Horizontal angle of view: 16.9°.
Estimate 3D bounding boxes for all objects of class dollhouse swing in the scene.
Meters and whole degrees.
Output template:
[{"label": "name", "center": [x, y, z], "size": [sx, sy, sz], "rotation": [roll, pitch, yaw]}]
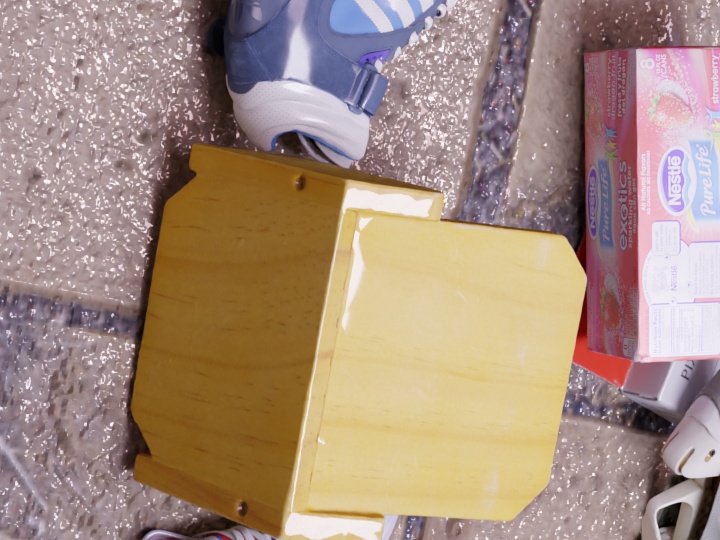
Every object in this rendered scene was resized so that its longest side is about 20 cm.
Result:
[{"label": "dollhouse swing", "center": [-0.001, 0.042, 1.399], "size": [0.175, 0.181, 0.201], "rotation": [2, 100, -47]}]

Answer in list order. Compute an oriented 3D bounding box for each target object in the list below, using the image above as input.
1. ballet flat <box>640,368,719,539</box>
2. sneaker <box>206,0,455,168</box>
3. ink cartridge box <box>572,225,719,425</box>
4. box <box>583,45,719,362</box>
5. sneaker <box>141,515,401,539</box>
[{"label": "ballet flat", "center": [0.227, 0.142, 1.624], "size": [0.063, 0.067, 0.201], "rotation": [-4, 123, -24]}, {"label": "sneaker", "center": [0.002, -0.137, 1.437], "size": [0.200, 0.080, 0.147], "rotation": [-14, 114, -39]}, {"label": "ink cartridge box", "center": [0.226, -0.004, 1.649], "size": [0.173, 0.043, 0.201], "rotation": [29, 79, -39]}, {"label": "box", "center": [0.206, -0.044, 1.567], "size": [0.102, 0.095, 0.201], "rotation": [-3, 94, -16]}, {"label": "sneaker", "center": [-0.057, 0.160, 1.434], "size": [0.112, 0.071, 0.200], "rotation": [46, 71, -37]}]
